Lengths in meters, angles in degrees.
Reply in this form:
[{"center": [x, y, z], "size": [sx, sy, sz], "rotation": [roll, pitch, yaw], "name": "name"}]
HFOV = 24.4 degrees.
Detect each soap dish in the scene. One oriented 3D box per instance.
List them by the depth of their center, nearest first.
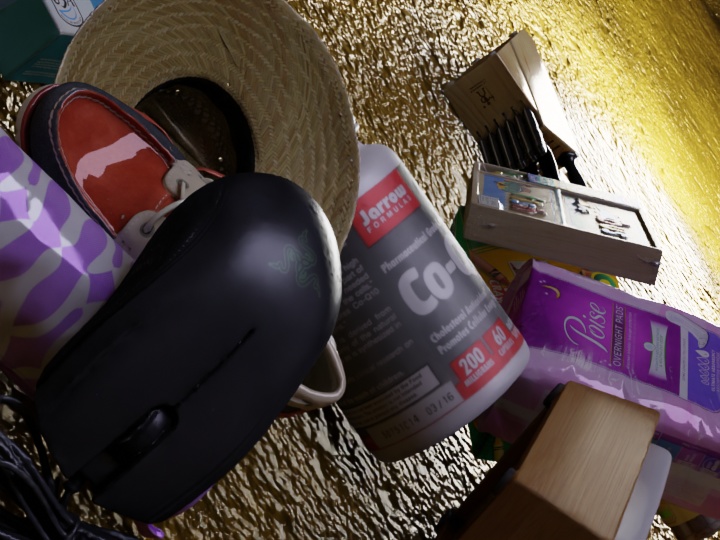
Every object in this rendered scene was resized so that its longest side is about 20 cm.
[{"center": [0.090, 0.153, 0.920], "size": [0.081, 0.158, 0.200], "rotation": [40, 22, 4], "name": "soap dish"}]

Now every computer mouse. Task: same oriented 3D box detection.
[{"center": [-0.069, 0.048, 0.683], "size": [0.138, 0.201, 0.053], "rotation": [42, -16, -24], "name": "computer mouse"}]

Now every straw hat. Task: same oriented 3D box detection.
[{"center": [-0.101, -0.050, 0.858], "size": [0.200, 0.085, 0.204], "rotation": [2, 86, -38], "name": "straw hat"}]

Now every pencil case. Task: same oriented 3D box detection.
[{"center": [-0.132, 0.022, 0.721], "size": [0.200, 0.084, 0.086], "rotation": [45, 62, -22], "name": "pencil case"}]

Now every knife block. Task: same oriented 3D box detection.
[{"center": [0.156, -0.119, 1.519], "size": [0.176, 0.064, 0.200], "rotation": [56, 22, -6], "name": "knife block"}]

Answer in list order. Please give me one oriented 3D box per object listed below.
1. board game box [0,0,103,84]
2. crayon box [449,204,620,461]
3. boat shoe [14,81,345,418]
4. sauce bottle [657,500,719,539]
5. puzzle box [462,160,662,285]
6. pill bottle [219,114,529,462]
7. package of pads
[{"center": [-0.184, -0.200, 0.943], "size": [0.201, 0.047, 0.151], "rotation": [62, 22, 10], "name": "board game box"}, {"center": [0.129, 0.048, 1.181], "size": [0.118, 0.059, 0.201], "rotation": [9, 42, -17], "name": "crayon box"}, {"center": [-0.081, -0.009, 0.778], "size": [0.071, 0.062, 0.201], "rotation": [-49, 115, -27], "name": "boat shoe"}, {"center": [0.232, 0.124, 1.356], "size": [0.201, 0.064, 0.065], "rotation": [58, 22, 1], "name": "sauce bottle"}, {"center": [0.139, -0.037, 1.174], "size": [0.132, 0.026, 0.200], "rotation": [14, 13, 1], "name": "puzzle box"}, {"center": [0.000, 0.000, 0.973], "size": [0.201, 0.113, 0.114], "rotation": [55, 22, -6], "name": "pill bottle"}, {"center": [0.179, 0.077, 1.071], "size": [0.198, 0.076, 0.121], "rotation": [20, 38, -4], "name": "package of pads"}]
